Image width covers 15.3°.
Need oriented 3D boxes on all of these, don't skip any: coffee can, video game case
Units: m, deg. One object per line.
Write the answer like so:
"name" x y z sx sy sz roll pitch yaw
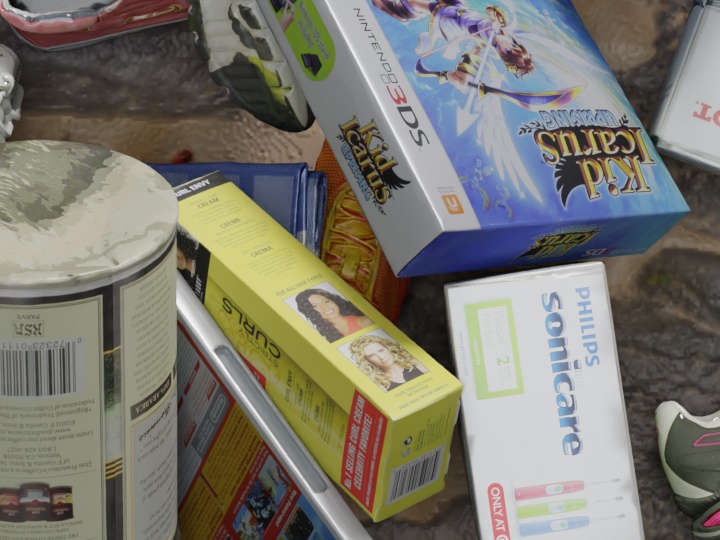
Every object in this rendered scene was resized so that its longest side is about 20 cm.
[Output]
"coffee can" -0.162 0.056 1.343 0.145 0.147 0.201 3 119 1
"video game case" 0.059 -0.089 1.389 0.045 0.199 0.182 -42 66 38
"video game case" -0.068 0.116 1.390 0.017 0.143 0.200 -21 64 -35

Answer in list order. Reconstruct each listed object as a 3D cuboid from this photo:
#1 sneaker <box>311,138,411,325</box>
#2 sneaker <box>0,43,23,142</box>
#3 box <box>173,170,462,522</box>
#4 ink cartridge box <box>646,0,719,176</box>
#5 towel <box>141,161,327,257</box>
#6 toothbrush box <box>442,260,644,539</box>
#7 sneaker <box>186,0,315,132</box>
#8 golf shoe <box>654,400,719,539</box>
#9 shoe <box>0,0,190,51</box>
"sneaker" 0.000 0.000 1.466 0.073 0.077 0.201 8 89 1
"sneaker" -0.220 -0.085 1.437 0.087 0.075 0.201 -13 57 -9
"box" -0.033 0.036 1.360 0.050 0.076 0.200 -24 51 -34
"ink cartridge box" 0.255 -0.135 1.458 0.146 0.083 0.201 21 89 0
"towel" -0.080 0.041 1.460 0.146 0.024 0.201 2 89 38
"toothbrush box" 0.093 0.072 1.403 0.086 0.200 0.147 -8 91 0
"sneaker" -0.050 -0.169 1.411 0.084 0.074 0.201 -34 119 -29
"golf shoe" 0.259 0.076 1.465 0.199 0.077 0.088 -26 83 0
"shoe" -0.103 -0.171 1.458 0.199 0.091 0.072 -19 90 1
